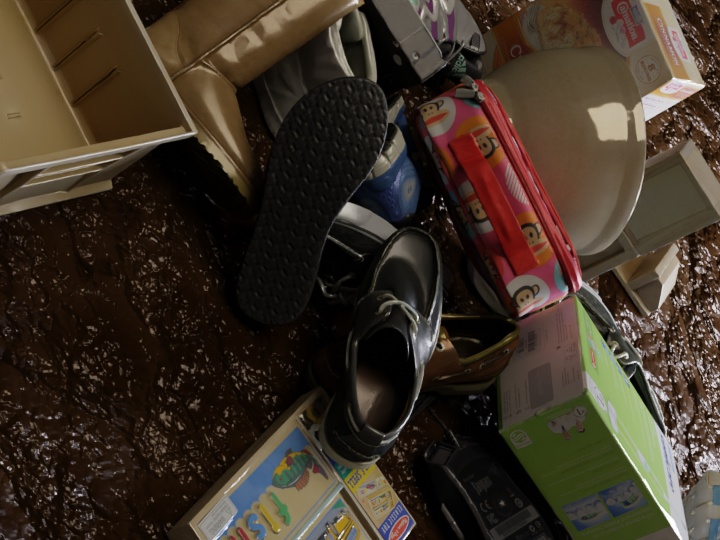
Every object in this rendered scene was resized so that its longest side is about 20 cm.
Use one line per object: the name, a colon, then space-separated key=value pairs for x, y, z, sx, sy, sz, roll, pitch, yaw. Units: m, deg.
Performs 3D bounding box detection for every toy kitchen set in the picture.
toy kitchen set: x=0.333 y=-0.058 z=1.567 sx=0.163 sy=0.180 sz=0.200 roll=56 pitch=39 yaw=-8

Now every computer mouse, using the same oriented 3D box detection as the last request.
computer mouse: x=0.100 y=0.167 z=1.235 sx=0.200 sy=0.046 sz=0.140 roll=52 pitch=38 yaw=9

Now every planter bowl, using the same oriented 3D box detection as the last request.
planter bowl: x=0.159 y=-0.117 z=1.405 sx=0.134 sy=0.200 sz=0.201 roll=2 pitch=61 yaw=-23

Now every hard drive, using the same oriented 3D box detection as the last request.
hard drive: x=-0.020 y=-0.241 z=1.285 sx=0.038 sy=0.140 sz=0.200 roll=-40 pitch=103 yaw=-25

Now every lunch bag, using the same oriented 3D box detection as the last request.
lunch bag: x=0.111 y=-0.059 z=1.241 sx=0.200 sy=0.082 sz=0.176 roll=64 pitch=4 yaw=0

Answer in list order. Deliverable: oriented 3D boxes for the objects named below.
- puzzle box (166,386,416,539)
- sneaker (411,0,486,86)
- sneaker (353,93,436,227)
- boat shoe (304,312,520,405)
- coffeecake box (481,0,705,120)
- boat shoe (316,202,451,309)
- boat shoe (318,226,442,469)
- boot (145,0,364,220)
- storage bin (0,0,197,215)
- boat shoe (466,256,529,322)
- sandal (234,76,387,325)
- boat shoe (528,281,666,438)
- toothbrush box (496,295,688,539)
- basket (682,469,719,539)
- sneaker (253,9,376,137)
puzzle box: x=-0.042 y=0.184 z=1.057 sx=0.133 sy=0.025 sz=0.200 roll=56 pitch=35 yaw=-7
sneaker: x=0.075 y=-0.215 z=1.447 sx=0.140 sy=0.078 sz=0.200 roll=51 pitch=36 yaw=-12
sneaker: x=0.016 y=-0.088 z=1.268 sx=0.200 sy=0.078 sz=0.089 roll=-87 pitch=154 yaw=-68
boat shoe: x=0.044 y=0.062 z=1.190 sx=0.200 sy=0.068 sz=0.072 roll=-7 pitch=55 yaw=-43
coffeecake box: x=0.229 y=-0.212 z=1.531 sx=0.073 sy=0.200 sz=0.154 roll=1 pitch=64 yaw=-51
boat shoe: x=-0.002 y=0.000 z=1.204 sx=0.199 sy=0.073 sz=0.068 roll=34 pitch=61 yaw=-46
boat shoe: x=0.026 y=0.049 z=1.113 sx=0.072 sy=0.068 sz=0.200 roll=21 pitch=60 yaw=-5
boot: x=-0.071 y=-0.163 z=1.151 sx=0.200 sy=0.066 sz=0.175 roll=-41 pitch=100 yaw=-21
storage bin: x=-0.243 y=-0.146 z=0.984 sx=0.198 sy=0.094 sz=0.200 roll=-21 pitch=83 yaw=-55
boat shoe: x=0.184 y=0.038 z=1.412 sx=0.202 sy=0.065 sz=0.074 roll=45 pitch=38 yaw=-22
sandal: x=-0.042 y=-0.057 z=1.117 sx=0.075 sy=0.201 sz=0.048 roll=24 pitch=13 yaw=-6
boat shoe: x=0.226 y=0.084 z=1.373 sx=0.200 sy=0.071 sz=0.064 roll=55 pitch=-11 yaw=-23
toothbrush box: x=0.199 y=0.147 z=1.284 sx=0.200 sy=0.086 sz=0.146 roll=53 pitch=22 yaw=-26
basket: x=0.389 y=0.288 z=1.406 sx=0.200 sy=0.139 sz=0.176 roll=23 pitch=41 yaw=1
sneaker: x=-0.050 y=-0.215 z=1.260 sx=0.074 sy=0.116 sz=0.200 roll=-6 pitch=69 yaw=-51
